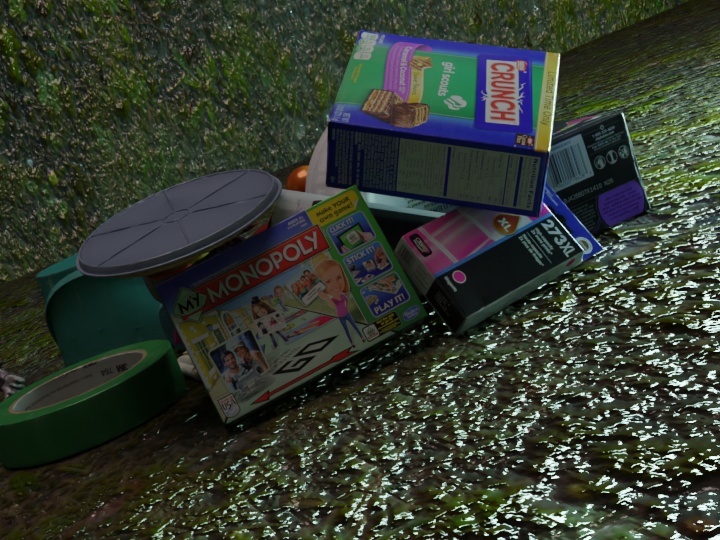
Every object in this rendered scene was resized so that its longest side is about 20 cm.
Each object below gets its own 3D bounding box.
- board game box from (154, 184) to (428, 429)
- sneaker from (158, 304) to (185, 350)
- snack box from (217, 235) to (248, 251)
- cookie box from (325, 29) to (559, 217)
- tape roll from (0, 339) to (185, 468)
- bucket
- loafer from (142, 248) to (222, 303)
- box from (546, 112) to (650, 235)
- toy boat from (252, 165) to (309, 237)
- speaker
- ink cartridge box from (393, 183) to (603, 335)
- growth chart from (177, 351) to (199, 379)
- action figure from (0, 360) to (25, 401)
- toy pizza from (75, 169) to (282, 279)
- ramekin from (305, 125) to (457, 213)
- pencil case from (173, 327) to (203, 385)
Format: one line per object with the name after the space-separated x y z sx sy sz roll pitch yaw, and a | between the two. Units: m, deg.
-0.059 0.030 1.072 0.198 0.136 0.029 -28 -11 -11 | board game box
-0.142 0.018 1.411 0.130 0.080 0.199 -26 -1 -34 | sneaker
-0.092 -0.005 1.242 0.072 0.198 0.025 128 168 -80 | snack box
0.080 -0.141 1.153 0.197 0.076 0.172 8 40 6 | cookie box
-0.276 0.132 1.253 0.198 0.049 0.201 -20 10 4 | tape roll
-0.297 0.034 1.548 0.205 0.136 0.207 -21 10 4 | bucket
-0.153 -0.004 1.195 0.062 0.073 0.199 -29 15 -26 | loafer
0.197 -0.095 1.326 0.121 0.107 0.200 -22 10 -17 | box
-0.055 -0.062 1.495 0.129 0.133 0.200 -16 -12 16 | toy boat
0.009 -0.024 1.169 0.197 0.082 0.081 9 10 -3 | speaker
0.132 -0.024 1.124 0.199 0.095 0.037 -26 -22 -34 | ink cartridge box
-0.113 0.069 1.338 0.198 0.018 0.144 -24 11 -19 | growth chart
-0.444 0.142 1.385 0.119 0.102 0.200 -50 -24 -12 | action figure
-0.161 -0.036 1.124 0.198 0.032 0.201 -17 22 7 | toy pizza
0.049 -0.079 1.277 0.201 0.205 0.094 -25 15 -26 | ramekin
-0.079 0.055 1.168 0.198 0.089 0.088 -14 12 36 | pencil case
